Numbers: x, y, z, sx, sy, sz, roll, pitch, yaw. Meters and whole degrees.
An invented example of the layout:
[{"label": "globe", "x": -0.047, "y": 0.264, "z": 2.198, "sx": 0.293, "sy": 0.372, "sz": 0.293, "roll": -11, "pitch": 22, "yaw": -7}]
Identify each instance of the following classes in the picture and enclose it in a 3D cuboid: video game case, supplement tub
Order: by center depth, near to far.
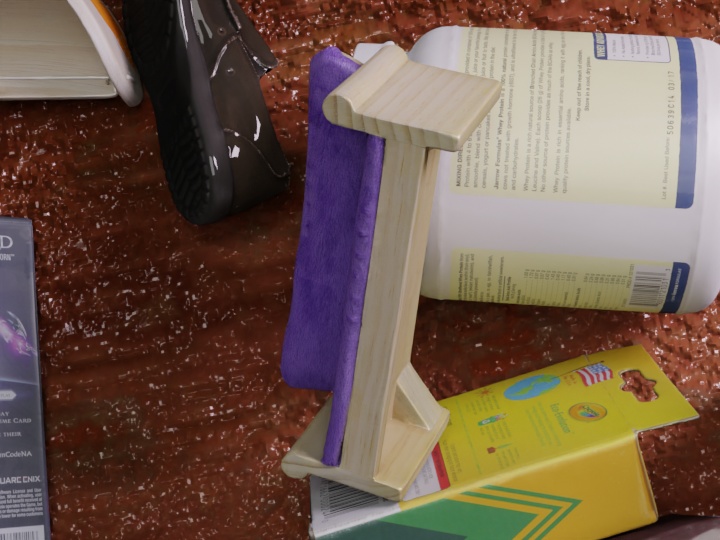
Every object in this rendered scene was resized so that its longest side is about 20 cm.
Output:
[{"label": "supplement tub", "x": 0.093, "y": -0.055, "z": 0.794, "sx": 0.197, "sy": 0.145, "sz": 0.147, "roll": 4, "pitch": 81, "yaw": 5}, {"label": "video game case", "x": -0.241, "y": 0.067, "z": 0.817, "sx": 0.019, "sy": 0.142, "sz": 0.203, "roll": -18, "pitch": 74, "yaw": 47}]

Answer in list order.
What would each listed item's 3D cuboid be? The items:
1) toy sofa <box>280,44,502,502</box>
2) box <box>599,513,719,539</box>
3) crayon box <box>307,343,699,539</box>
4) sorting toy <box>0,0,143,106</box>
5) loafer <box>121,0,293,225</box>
[{"label": "toy sofa", "x": 0.000, "y": 0.000, "z": 0.712, "sx": 0.096, "sy": 0.083, "sz": 0.203, "roll": 15, "pitch": 118, "yaw": 14}, {"label": "box", "x": 0.102, "y": 0.228, "z": 0.736, "sx": 0.197, "sy": 0.164, "sz": 0.168, "roll": -17, "pitch": 80, "yaw": 1}, {"label": "crayon box", "x": 0.072, "y": 0.104, "z": 0.775, "sx": 0.197, "sy": 0.127, "sz": 0.051, "roll": -17, "pitch": 104, "yaw": 2}, {"label": "sorting toy", "x": -0.233, "y": -0.162, "z": 0.820, "sx": 0.197, "sy": 0.180, "sz": 0.109, "roll": 0, "pitch": 80, "yaw": 4}, {"label": "loafer", "x": -0.088, "y": -0.122, "z": 0.866, "sx": 0.071, "sy": 0.073, "sz": 0.203, "roll": -3, "pitch": 73, "yaw": -33}]
